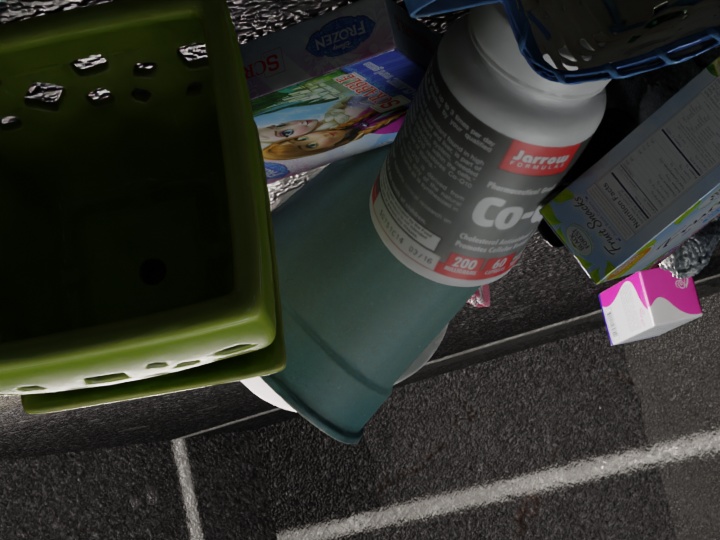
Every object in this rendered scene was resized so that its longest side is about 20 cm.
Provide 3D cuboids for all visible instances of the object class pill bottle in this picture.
[{"bbox_3d":[0.088,-0.093,0.903,0.113,0.114,0.201,-7,144,-29],"label":"pill bottle"}]

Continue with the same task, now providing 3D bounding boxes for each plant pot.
[{"bbox_3d":[-0.144,-0.023,0.832,0.197,0.202,0.182,-10,161,4],"label":"plant pot"},{"bbox_3d":[0.000,0.000,1.131,0.196,0.201,0.200,-43,164,9],"label":"plant pot"}]

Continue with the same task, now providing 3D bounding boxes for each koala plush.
[{"bbox_3d":[0.300,-0.131,1.109,0.199,0.185,0.177,-32,176,-24],"label":"koala plush"}]

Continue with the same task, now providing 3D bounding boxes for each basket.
[{"bbox_3d":[0.131,-0.165,0.651,0.175,0.140,0.199,-19,178,35],"label":"basket"}]

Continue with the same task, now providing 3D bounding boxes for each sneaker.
[{"bbox_3d":[0.162,-0.054,1.083,0.104,0.060,0.200,-48,167,-30],"label":"sneaker"}]

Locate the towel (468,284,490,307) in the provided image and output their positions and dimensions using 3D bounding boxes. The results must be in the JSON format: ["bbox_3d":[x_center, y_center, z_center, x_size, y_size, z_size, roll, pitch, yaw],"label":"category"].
[{"bbox_3d":[0.114,-0.047,1.288,0.030,0.148,0.200,13,174,10],"label":"towel"}]

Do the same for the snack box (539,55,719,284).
[{"bbox_3d":[0.231,-0.081,0.921,0.200,0.068,0.168,-43,166,21],"label":"snack box"}]

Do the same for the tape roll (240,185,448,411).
[{"bbox_3d":[-0.029,0.027,1.340,0.201,0.204,0.139,-9,169,-22],"label":"tape roll"}]

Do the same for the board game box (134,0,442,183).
[{"bbox_3d":[-0.034,-0.118,0.985,0.198,0.042,0.200,-17,169,21],"label":"board game box"}]

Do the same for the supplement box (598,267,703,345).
[{"bbox_3d":[0.515,0.061,2.506,0.102,0.102,0.200,-11,170,-12],"label":"supplement box"}]
